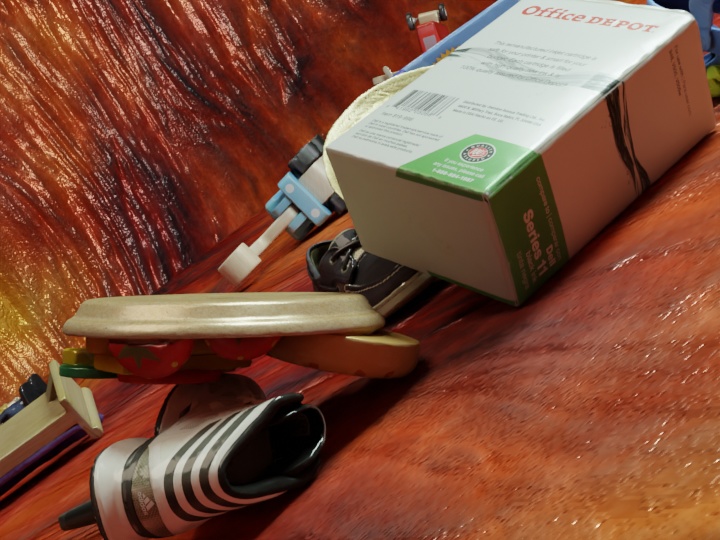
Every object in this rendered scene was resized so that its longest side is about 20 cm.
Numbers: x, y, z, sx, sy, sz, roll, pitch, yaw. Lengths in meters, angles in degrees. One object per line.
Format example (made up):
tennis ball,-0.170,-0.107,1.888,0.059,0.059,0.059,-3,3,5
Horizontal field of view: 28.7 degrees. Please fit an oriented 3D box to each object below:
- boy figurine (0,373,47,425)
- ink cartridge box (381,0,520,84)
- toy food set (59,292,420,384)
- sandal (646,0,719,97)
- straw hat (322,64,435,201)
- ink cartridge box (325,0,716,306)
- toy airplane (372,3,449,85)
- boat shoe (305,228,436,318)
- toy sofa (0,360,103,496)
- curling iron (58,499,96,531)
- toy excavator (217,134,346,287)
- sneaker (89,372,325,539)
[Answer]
boy figurine,-0.566,0.234,2.184,0.199,0.065,0.124,-29,12,22
ink cartridge box,0.102,-0.123,1.103,0.199,0.137,0.076,-36,2,0
toy food set,-0.078,0.039,0.840,0.198,0.049,0.197,-2,1,-31
sandal,0.224,-0.157,0.964,0.079,0.087,0.200,-43,9,-37
straw hat,0.078,-0.064,0.998,0.199,0.086,0.202,-8,42,7
ink cartridge box,0.102,-0.083,0.868,0.200,0.084,0.146,-39,36,-25
toy airplane,0.145,-0.363,2.490,0.197,0.143,0.200,4,-26,-31
boat shoe,0.000,0.000,1.073,0.072,0.065,0.200,-36,8,-15
toy sofa,-0.366,0.200,1.495,0.199,0.098,0.083,-36,32,-1
curling iron,-0.150,0.146,0.977,0.199,0.025,0.050,-35,43,39
toy excavator,-0.099,-0.071,1.915,0.200,0.100,0.195,-47,3,14
sneaker,-0.063,0.101,0.807,0.114,0.076,0.200,-13,9,17
